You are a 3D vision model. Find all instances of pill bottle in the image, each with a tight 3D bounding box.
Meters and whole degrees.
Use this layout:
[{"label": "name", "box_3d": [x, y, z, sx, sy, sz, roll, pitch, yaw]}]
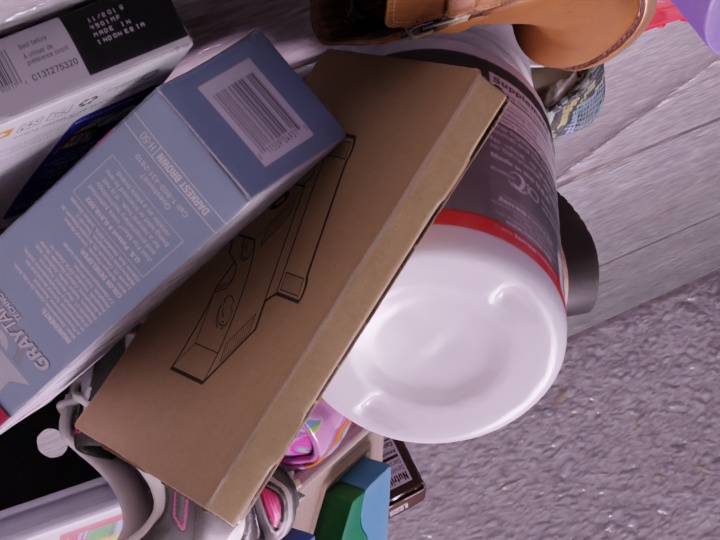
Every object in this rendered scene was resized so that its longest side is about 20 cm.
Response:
[{"label": "pill bottle", "box_3d": [0.030, -0.030, 1.247, 0.114, 0.114, 0.200, -30, -147, 22]}]

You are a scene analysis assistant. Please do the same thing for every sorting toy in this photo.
[{"label": "sorting toy", "box_3d": [-0.031, 0.178, 1.418, 0.185, 0.036, 0.200, -39, 143, -53]}]

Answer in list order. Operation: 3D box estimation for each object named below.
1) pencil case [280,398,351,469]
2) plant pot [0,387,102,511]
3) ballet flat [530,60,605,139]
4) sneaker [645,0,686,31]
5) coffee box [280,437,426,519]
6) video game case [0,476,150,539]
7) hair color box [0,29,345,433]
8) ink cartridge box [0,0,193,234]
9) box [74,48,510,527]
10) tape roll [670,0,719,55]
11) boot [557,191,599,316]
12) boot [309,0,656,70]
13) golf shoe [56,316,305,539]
[{"label": "pencil case", "box_3d": [0.000, 0.000, 1.371, 0.200, 0.087, 0.087, -53, -176, -23]}, {"label": "plant pot", "box_3d": [-0.173, 0.083, 1.395, 0.199, 0.200, 0.177, -25, 162, -18]}, {"label": "ballet flat", "box_3d": [0.047, -0.087, 1.499, 0.200, 0.074, 0.074, -25, 173, -30]}, {"label": "sneaker", "box_3d": [0.168, -0.156, 1.432, 0.115, 0.079, 0.200, -22, 166, 41]}, {"label": "coffee box", "box_3d": [-0.042, 0.052, 1.558, 0.080, 0.200, 0.113, -26, 173, -4]}, {"label": "video game case", "box_3d": [-0.150, 0.166, 1.343, 0.182, 0.023, 0.200, -17, 147, -29]}, {"label": "hair color box", "box_3d": [-0.107, -0.006, 1.155, 0.200, 0.061, 0.099, -41, 179, 29]}, {"label": "ink cartridge box", "box_3d": [-0.139, -0.051, 1.136, 0.095, 0.037, 0.200, -25, 170, -26]}, {"label": "box", "box_3d": [-0.032, 0.000, 1.156, 0.200, 0.021, 0.163, -58, -156, -6]}, {"label": "tape roll", "box_3d": [0.181, -0.175, 1.036, 0.200, 0.085, 0.200, -32, 162, -12]}, {"label": "boot", "box_3d": [0.024, -0.030, 1.532, 0.138, 0.078, 0.200, -10, -155, -21]}, {"label": "boot", "box_3d": [0.052, -0.117, 1.176, 0.155, 0.077, 0.200, -26, 171, -19]}, {"label": "golf shoe", "box_3d": [-0.095, 0.037, 1.254, 0.088, 0.200, 0.077, -20, 179, -24]}]
